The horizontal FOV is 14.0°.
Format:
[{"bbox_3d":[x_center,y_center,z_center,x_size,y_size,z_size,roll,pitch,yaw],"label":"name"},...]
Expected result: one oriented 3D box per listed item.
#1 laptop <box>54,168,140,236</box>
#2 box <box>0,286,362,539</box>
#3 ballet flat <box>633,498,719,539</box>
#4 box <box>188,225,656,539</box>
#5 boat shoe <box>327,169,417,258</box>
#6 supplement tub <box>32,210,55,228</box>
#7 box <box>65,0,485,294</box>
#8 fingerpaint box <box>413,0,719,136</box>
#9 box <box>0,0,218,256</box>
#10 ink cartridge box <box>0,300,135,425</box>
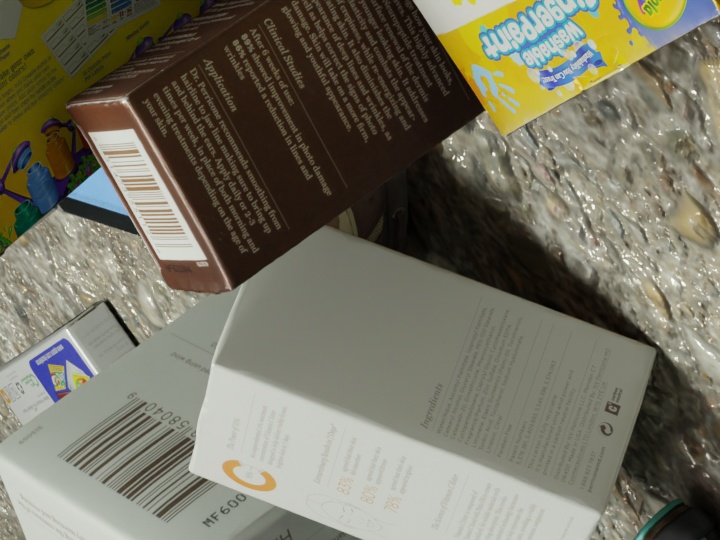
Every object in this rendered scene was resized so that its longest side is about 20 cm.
[{"bbox_3d":[-0.172,-0.128,1.546,0.177,0.104,0.200,17,154,7],"label":"laptop"},{"bbox_3d":[-0.060,0.146,1.665,0.199,0.200,0.172,24,140,46],"label":"box"},{"bbox_3d":[0.149,0.186,1.507,0.073,0.073,0.200,47,152,14],"label":"ballet flat"},{"bbox_3d":[0.028,0.070,1.439,0.199,0.098,0.125,21,150,2],"label":"box"},{"bbox_3d":[0.000,0.000,1.532,0.200,0.065,0.072,84,159,-60],"label":"boat shoe"},{"bbox_3d":[-0.246,-0.118,1.748,0.200,0.122,0.123,53,155,3],"label":"supplement tub"},{"bbox_3d":[-0.021,-0.085,1.300,0.075,0.200,0.100,2,124,62],"label":"box"},{"bbox_3d":[0.078,-0.161,1.179,0.167,0.073,0.200,56,156,-2],"label":"fingerpaint box"},{"bbox_3d":[-0.173,-0.144,1.320,0.122,0.200,0.193,12,132,40],"label":"box"},{"bbox_3d":[-0.161,0.129,2.011,0.200,0.047,0.198,54,154,-4],"label":"ink cartridge box"}]
